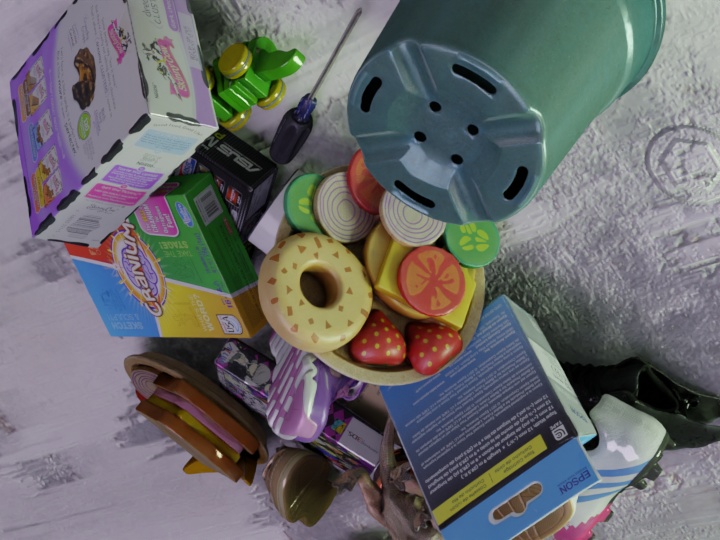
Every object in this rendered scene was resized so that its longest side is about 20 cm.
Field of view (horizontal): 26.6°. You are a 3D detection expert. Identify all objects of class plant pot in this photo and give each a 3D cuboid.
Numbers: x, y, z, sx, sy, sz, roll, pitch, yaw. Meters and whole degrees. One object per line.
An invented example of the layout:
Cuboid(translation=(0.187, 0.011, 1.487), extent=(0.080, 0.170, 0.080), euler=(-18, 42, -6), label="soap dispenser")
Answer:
Cuboid(translation=(0.095, -0.148, 1.089), extent=(0.199, 0.196, 0.201), euler=(17, 134, 18), label="plant pot")

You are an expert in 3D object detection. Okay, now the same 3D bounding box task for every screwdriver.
Cuboid(translation=(-0.035, -0.158, 1.289), extent=(0.028, 0.029, 0.200), euler=(34, 135, 0), label="screwdriver")

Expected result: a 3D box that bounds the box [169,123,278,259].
Cuboid(translation=(-0.170, -0.063, 1.427), extent=(0.160, 0.044, 0.201), euler=(35, 138, 12), label="box")

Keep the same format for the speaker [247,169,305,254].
Cuboid(translation=(0.000, 0.000, 1.366), extent=(0.199, 0.081, 0.081), euler=(37, 138, -2), label="speaker")

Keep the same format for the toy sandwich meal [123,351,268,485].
Cuboid(translation=(-0.179, 0.163, 1.589), extent=(0.204, 0.070, 0.206), euler=(30, 158, 13), label="toy sandwich meal")

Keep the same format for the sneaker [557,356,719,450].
Cuboid(translation=(0.218, 0.105, 1.342), extent=(0.199, 0.060, 0.104), euler=(31, 139, -4), label="sneaker")

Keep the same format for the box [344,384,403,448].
Cuboid(translation=(0.095, 0.135, 1.429), extent=(0.199, 0.078, 0.095), euler=(31, 138, 4), label="box")

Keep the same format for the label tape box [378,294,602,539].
Cuboid(translation=(0.115, 0.142, 1.277), extent=(0.143, 0.201, 0.066), euler=(-37, 140, 15), label="label tape box")

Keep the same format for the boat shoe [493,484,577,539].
Cuboid(translation=(0.129, 0.203, 1.360), extent=(0.199, 0.069, 0.071), euler=(-25, 94, 52), label="boat shoe")

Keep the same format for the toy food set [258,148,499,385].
Cuboid(translation=(0.018, -0.004, 1.272), extent=(0.199, 0.199, 0.049), euler=(25, 156, -12), label="toy food set")

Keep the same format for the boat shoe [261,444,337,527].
Cuboid(translation=(-0.073, 0.218, 1.572), extent=(0.064, 0.071, 0.200), euler=(35, 166, 16), label="boat shoe")

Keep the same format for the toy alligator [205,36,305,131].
Cuboid(translation=(-0.129, -0.153, 1.312), extent=(0.199, 0.055, 0.059), euler=(-27, 136, 27), label="toy alligator")

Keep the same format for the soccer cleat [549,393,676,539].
Cuboid(translation=(0.200, 0.174, 1.341), extent=(0.086, 0.070, 0.200), euler=(36, 140, 5), label="soccer cleat")

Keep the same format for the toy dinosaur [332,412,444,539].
Cuboid(translation=(0.054, 0.227, 1.347), extent=(0.086, 0.201, 0.135), euler=(-33, 150, 19), label="toy dinosaur")

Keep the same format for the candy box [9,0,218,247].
Cuboid(translation=(-0.215, -0.142, 1.295), extent=(0.071, 0.169, 0.200), euler=(9, 146, -39), label="candy box")

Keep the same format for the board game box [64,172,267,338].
Cuboid(translation=(-0.189, -0.010, 1.420), extent=(0.199, 0.040, 0.154), euler=(-2, 120, 41), label="board game box")

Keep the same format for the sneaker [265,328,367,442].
Cuboid(translation=(-0.029, 0.086, 1.321), extent=(0.088, 0.201, 0.081), euler=(27, 113, -13), label="sneaker")

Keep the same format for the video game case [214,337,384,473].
Cuboid(translation=(-0.058, 0.141, 1.492), extent=(0.180, 0.036, 0.200), euler=(32, 168, 3), label="video game case")

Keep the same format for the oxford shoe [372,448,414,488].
Cuboid(translation=(0.039, 0.209, 1.484), extent=(0.073, 0.071, 0.200), euler=(50, 177, 25), label="oxford shoe")
